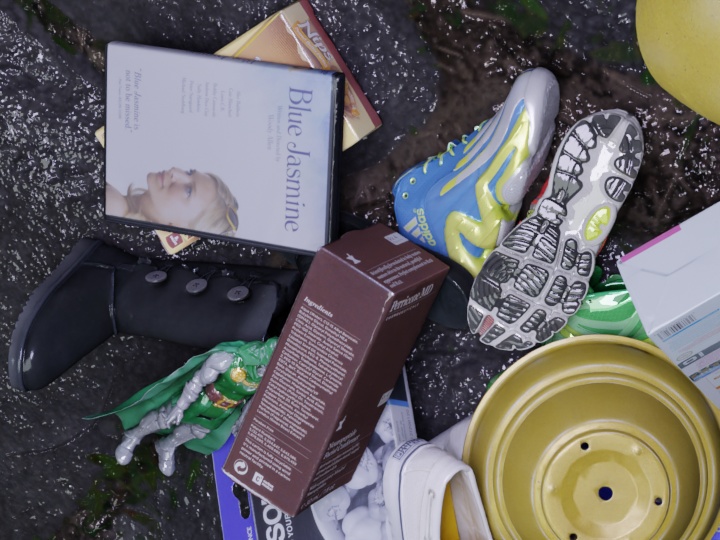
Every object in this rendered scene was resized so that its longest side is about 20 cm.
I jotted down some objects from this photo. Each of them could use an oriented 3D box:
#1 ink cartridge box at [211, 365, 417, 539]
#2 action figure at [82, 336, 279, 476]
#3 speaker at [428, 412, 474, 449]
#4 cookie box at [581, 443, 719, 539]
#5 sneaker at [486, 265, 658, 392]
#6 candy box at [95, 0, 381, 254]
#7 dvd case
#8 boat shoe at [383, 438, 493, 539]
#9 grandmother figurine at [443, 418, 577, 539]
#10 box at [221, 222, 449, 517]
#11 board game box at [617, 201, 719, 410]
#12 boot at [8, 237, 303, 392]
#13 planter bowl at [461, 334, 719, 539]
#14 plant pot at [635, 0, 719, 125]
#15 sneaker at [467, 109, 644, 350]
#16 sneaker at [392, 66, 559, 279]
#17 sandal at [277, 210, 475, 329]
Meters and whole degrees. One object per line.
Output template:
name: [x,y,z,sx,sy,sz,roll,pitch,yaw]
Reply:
ink cartridge box: [-0.045,0.155,1.759,0.199,0.043,0.199,-19,72,30]
action figure: [-0.117,0.100,1.717,0.118,0.055,0.200,15,145,-31]
speaker: [0.049,0.185,1.768,0.200,0.081,0.081,-34,95,28]
cookie box: [0.248,0.226,1.708,0.170,0.075,0.201,6,112,19]
sneaker: [0.174,0.041,1.671,0.199,0.074,0.084,-33,98,19]
candy box: [-0.096,-0.110,1.724,0.199,0.055,0.116,-30,96,29]
dvd case: [-0.106,-0.092,1.690,0.199,0.018,0.144,10,108,21]
boat shoe: [0.071,0.217,1.614,0.070,0.071,0.201,17,125,45]
grandmother figurine: [0.127,0.199,1.670,0.121,0.061,0.200,-35,94,2]
box: [-0.018,0.073,1.641,0.075,0.100,0.201,30,114,18]
board game box: [0.278,0.015,1.530,0.147,0.200,0.065,-29,60,12]
boot: [-0.158,0.047,1.754,0.199,0.165,0.066,12,137,16]
planter bowl: [0.173,0.152,1.592,0.199,0.083,0.202,0,98,1]
plant pot: [0.271,-0.174,1.499,0.141,0.200,0.201,0,112,46]
sneaker: [0.151,-0.028,1.635,0.077,0.085,0.201,34,103,4]
sneaker: [0.077,-0.071,1.660,0.105,0.076,0.201,23,117,12]
sandal: [0.000,-0.001,1.699,0.200,0.048,0.076,19,139,37]
